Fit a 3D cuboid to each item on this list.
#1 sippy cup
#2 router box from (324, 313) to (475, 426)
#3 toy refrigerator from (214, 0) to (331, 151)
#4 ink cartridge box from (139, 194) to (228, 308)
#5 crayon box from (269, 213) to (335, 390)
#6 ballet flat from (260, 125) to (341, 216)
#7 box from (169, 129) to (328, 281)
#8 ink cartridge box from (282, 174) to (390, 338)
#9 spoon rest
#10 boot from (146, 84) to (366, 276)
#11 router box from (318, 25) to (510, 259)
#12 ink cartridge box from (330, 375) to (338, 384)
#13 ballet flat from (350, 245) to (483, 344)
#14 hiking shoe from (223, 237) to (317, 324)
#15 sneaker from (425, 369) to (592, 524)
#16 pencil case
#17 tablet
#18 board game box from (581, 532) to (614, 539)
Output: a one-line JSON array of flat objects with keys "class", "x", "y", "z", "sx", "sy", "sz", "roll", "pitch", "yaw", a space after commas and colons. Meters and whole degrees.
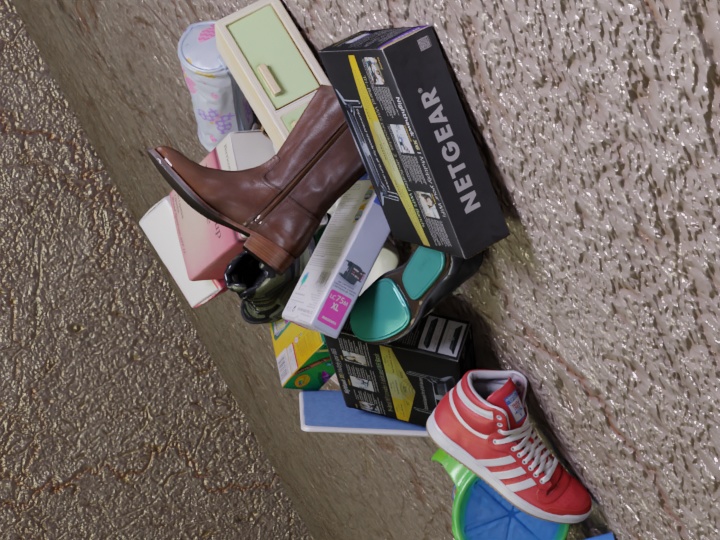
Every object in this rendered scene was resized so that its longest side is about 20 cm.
[{"class": "sippy cup", "x": 0.165, "y": 0.274, "z": 1.439, "sx": 0.130, "sy": 0.139, "sz": 0.178, "roll": -170, "pitch": 68, "yaw": -85}, {"class": "router box", "x": 0.051, "y": 0.111, "z": 1.409, "sx": 0.157, "sy": 0.052, "sz": 0.200, "roll": 13, "pitch": 151, "yaw": 15}, {"class": "toy refrigerator", "x": -0.074, "y": -0.188, "z": 1.308, "sx": 0.200, "sy": 0.076, "sz": 0.070, "roll": 60, "pitch": 168, "yaw": 11}, {"class": "ink cartridge box", "x": -0.182, "y": -0.058, "z": 1.698, "sx": 0.085, "sy": 0.200, "sz": 0.146, "roll": -33, "pitch": 89, "yaw": 46}, {"class": "crayon box", "x": -0.069, "y": 0.037, "z": 1.575, "sx": 0.119, "sy": 0.058, "sz": 0.200, "roll": -48, "pitch": 46, "yaw": 45}, {"class": "ballet flat", "x": -0.048, "y": -0.110, "z": 1.436, "sx": 0.200, "sy": 0.065, "sz": 0.071, "roll": 52, "pitch": 161, "yaw": 18}, {"class": "box", "x": -0.144, "y": -0.079, "z": 1.537, "sx": 0.200, "sy": 0.109, "sz": 0.128, "roll": -34, "pitch": 67, "yaw": 54}, {"class": "ink cartridge box", "x": -0.011, "y": -0.028, "z": 1.304, "sx": 0.042, "sy": 0.200, "sz": 0.119, "roll": 26, "pitch": 174, "yaw": -17}, {"class": "spoon rest", "x": 0.000, "y": 0.000, "z": 1.460, "sx": 0.200, "sy": 0.099, "sz": 0.061, "roll": 71, "pitch": -162, "yaw": -73}, {"class": "boot", "x": -0.083, "y": -0.125, "z": 1.219, "sx": 0.186, "sy": 0.200, "sz": 0.064, "roll": 40, "pitch": 172, "yaw": -13}, {"class": "router box", "x": 0.046, "y": -0.118, "z": 1.111, "sx": 0.157, "sy": 0.052, "sz": 0.200, "roll": 23, "pitch": 138, "yaw": 66}, {"class": "ink cartridge box", "x": -0.028, "y": 0.110, "z": 1.828, "sx": 0.115, "sy": 0.068, "sz": 0.200, "roll": 31, "pitch": 151, "yaw": 60}, {"class": "ballet flat", "x": 0.062, "y": 0.019, "z": 1.252, "sx": 0.073, "sy": 0.073, "sz": 0.200, "roll": 55, "pitch": 141, "yaw": 9}, {"class": "hiking shoe", "x": -0.126, "y": 0.007, "z": 1.510, "sx": 0.200, "sy": 0.100, "sz": 0.076, "roll": 130, "pitch": 136, "yaw": -53}, {"class": "sneaker", "x": 0.175, "y": 0.183, "z": 1.305, "sx": 0.200, "sy": 0.071, "sz": 0.113, "roll": 32, "pitch": 130, "yaw": 5}, {"class": "pencil case", "x": -0.180, "y": -0.229, "z": 1.584, "sx": 0.091, "sy": 0.083, "sz": 0.200, "roll": 57, "pitch": 166, "yaw": 28}, {"class": "tablet", "x": 0.024, "y": 0.179, "z": 1.535, "sx": 0.130, "sy": 0.199, "sz": 0.014, "roll": -105, "pitch": 18, "yaw": -74}, {"class": "board game box", "x": 0.195, "y": 0.371, "z": 1.382, "sx": 0.152, "sy": 0.200, "sz": 0.045, "roll": 76, "pitch": 179, "yaw": -49}]
